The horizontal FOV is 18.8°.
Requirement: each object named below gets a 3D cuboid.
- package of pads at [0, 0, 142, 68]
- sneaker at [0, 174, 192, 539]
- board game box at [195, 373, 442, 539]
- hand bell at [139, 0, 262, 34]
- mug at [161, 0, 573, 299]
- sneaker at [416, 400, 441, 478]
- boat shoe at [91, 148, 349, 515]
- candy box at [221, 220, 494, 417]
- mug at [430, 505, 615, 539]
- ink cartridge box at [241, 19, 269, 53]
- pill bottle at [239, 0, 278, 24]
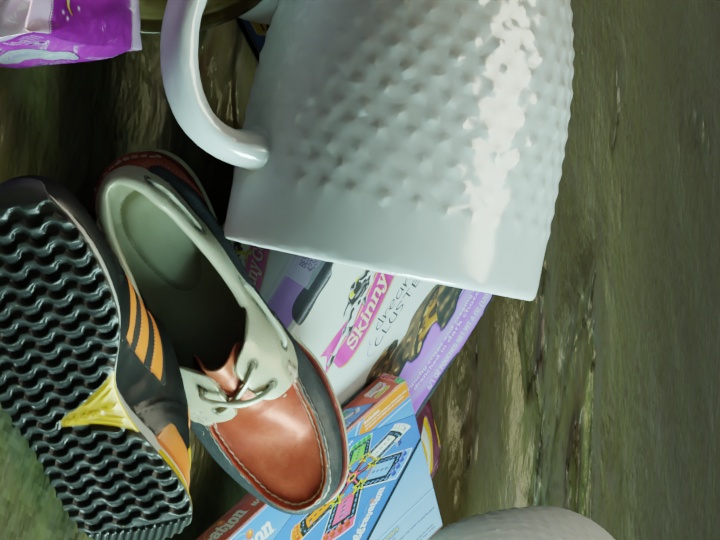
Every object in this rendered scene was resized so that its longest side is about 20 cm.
[{"bbox_3d":[-0.149,-0.187,0.910,0.120,0.075,0.201,-9,97,-70],"label":"package of pads"},{"bbox_3d":[-0.126,0.028,0.976,0.090,0.070,0.201,-92,166,-53],"label":"sneaker"},{"bbox_3d":[-0.032,0.151,1.147,0.200,0.019,0.103,-39,129,-36],"label":"board game box"},{"bbox_3d":[-0.101,-0.228,1.069,0.104,0.104,0.201,48,30,-59],"label":"hand bell"},{"bbox_3d":[0.003,-0.092,0.992,0.199,0.148,0.176,11,91,-27],"label":"mug"},{"bbox_3d":[0.016,0.133,1.312,0.090,0.075,0.201,36,55,-58],"label":"sneaker"},{"bbox_3d":[-0.069,0.034,1.046,0.201,0.071,0.063,63,7,-9],"label":"boat shoe"},{"bbox_3d":[0.000,0.000,1.186,0.168,0.071,0.200,-57,154,-2],"label":"candy box"},{"bbox_3d":[0.109,0.229,1.375,0.175,0.199,0.148,6,87,-63],"label":"mug"},{"bbox_3d":[0.000,-0.151,1.310,0.200,0.076,0.137,64,30,-50],"label":"ink cartridge box"},{"bbox_3d":[-0.037,-0.239,1.164,0.113,0.112,0.201,50,42,-59],"label":"pill bottle"}]
